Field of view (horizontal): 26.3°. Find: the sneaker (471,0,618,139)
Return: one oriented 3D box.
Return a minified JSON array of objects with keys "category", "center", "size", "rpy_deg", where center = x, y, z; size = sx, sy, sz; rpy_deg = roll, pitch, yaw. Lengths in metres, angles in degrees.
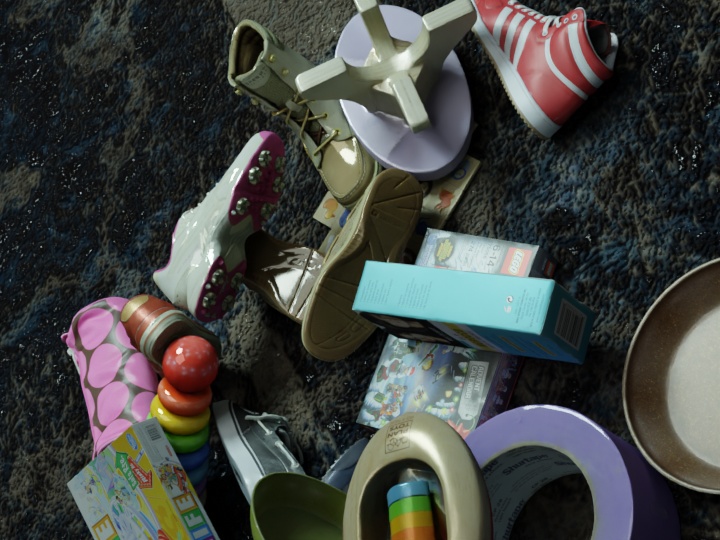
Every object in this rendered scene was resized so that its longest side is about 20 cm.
[{"category":"sneaker","center":[0.174,-0.232,1.478],"size":[0.112,0.071,0.201],"rpy_deg":[-39,56,23]}]

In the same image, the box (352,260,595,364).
[{"category":"box","center":[0.097,0.035,1.344],"size":[0.199,0.082,0.050],"rpy_deg":[6,73,38]}]

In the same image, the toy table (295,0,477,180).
[{"category":"toy table","center":[0.032,-0.196,1.504],"size":[0.183,0.117,0.200],"rpy_deg":[-35,66,-2]}]

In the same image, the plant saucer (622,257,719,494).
[{"category":"plant saucer","center":[0.305,0.084,1.229],"size":[0.199,0.037,0.202],"rpy_deg":[-19,58,33]}]

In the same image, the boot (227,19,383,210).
[{"category":"boot","center":[-0.059,-0.160,1.573],"size":[0.072,0.154,0.201],"rpy_deg":[-39,44,20]}]

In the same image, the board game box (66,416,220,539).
[{"category":"board game box","center":[-0.196,0.260,1.481],"size":[0.134,0.034,0.201],"rpy_deg":[-41,73,40]}]

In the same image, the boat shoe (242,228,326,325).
[{"category":"boat shoe","center":[-0.067,0.009,1.567],"size":[0.199,0.065,0.071],"rpy_deg":[33,84,28]}]

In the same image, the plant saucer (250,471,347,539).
[{"category":"plant saucer","center":[-0.018,0.252,1.305],"size":[0.031,0.199,0.200],"rpy_deg":[-52,45,18]}]

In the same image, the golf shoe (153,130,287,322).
[{"category":"golf shoe","center":[-0.143,-0.053,1.541],"size":[0.091,0.075,0.201],"rpy_deg":[21,84,32]}]

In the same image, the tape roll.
[{"category":"tape roll","center":[0.153,0.217,1.257],"size":[0.199,0.085,0.201],"rpy_deg":[-19,57,32]}]

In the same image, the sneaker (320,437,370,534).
[{"category":"sneaker","center":[-0.025,0.254,1.416],"size":[0.082,0.070,0.201],"rpy_deg":[30,84,17]}]

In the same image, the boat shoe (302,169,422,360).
[{"category":"boat shoe","center":[0.000,0.000,1.477],"size":[0.201,0.071,0.064],"rpy_deg":[-62,10,-19]}]

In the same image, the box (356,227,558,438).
[{"category":"box","center":[0.088,0.066,1.420],"size":[0.136,0.040,0.201],"rpy_deg":[10,75,42]}]

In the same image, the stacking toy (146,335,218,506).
[{"category":"stacking toy","center":[-0.177,0.152,1.507],"size":[0.085,0.085,0.201],"rpy_deg":[53,139,43]}]

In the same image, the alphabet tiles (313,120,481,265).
[{"category":"alphabet tiles","center":[0.035,-0.080,1.565],"size":[0.166,0.006,0.201],"rpy_deg":[32,90,45]}]

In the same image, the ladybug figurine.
[{"category":"ladybug figurine","center":[0.052,0.209,1.236],"size":[0.135,0.072,0.201],"rpy_deg":[-19,57,31]}]

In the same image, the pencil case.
[{"category":"pencil case","center":[-0.261,0.130,1.653],"size":[0.093,0.091,0.201],"rpy_deg":[-15,49,-8]}]

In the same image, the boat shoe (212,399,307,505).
[{"category":"boat shoe","center":[-0.094,0.172,1.491],"size":[0.068,0.074,0.199],"rpy_deg":[-21,19,-10]}]

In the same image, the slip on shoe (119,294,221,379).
[{"category":"slip on shoe","center":[-0.190,0.073,1.551],"size":[0.061,0.200,0.074],"rpy_deg":[39,82,20]}]
